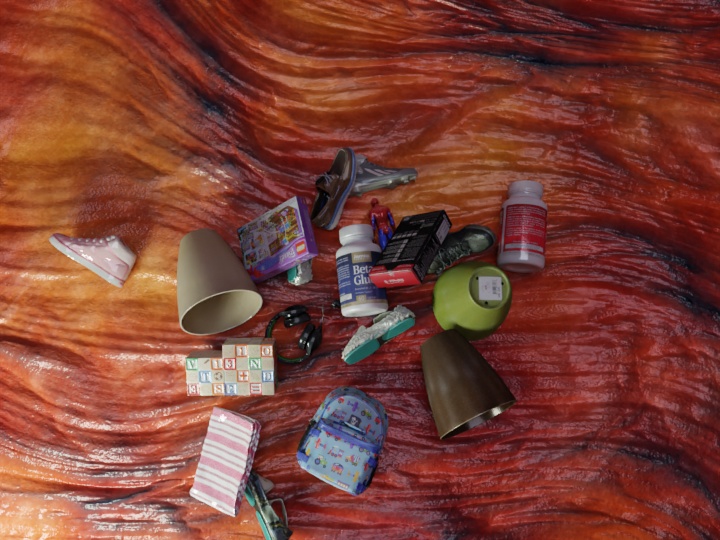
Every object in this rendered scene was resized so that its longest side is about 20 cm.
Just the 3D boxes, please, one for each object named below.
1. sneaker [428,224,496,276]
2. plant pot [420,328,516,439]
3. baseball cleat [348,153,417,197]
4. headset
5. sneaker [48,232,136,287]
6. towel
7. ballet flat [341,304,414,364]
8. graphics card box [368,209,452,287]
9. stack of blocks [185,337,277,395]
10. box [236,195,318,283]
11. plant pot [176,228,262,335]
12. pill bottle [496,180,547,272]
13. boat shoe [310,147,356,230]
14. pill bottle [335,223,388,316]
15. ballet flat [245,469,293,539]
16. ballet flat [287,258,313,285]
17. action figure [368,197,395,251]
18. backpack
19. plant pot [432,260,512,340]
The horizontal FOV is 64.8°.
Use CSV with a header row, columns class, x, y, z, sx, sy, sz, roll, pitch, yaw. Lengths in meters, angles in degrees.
class,x,y,z,sx,sy,sz,roll,pitch,yaw
sneaker,0.212,-0.042,1.295,0.077,0.197,0.115,55,50,-26
plant pot,0.217,0.241,1.265,0.185,0.188,0.202,-23,66,-6
baseball cleat,0.039,-0.246,1.397,0.197,0.070,0.108,-14,80,-5
headset,-0.130,0.131,1.330,0.199,0.094,0.124,-37,86,7
sneaker,-0.622,-0.055,1.339,0.199,0.075,0.106,32,84,-3
towel,-0.300,0.414,1.244,0.144,0.030,0.203,6,76,34
ballet flat,0.036,0.146,1.330,0.198,0.072,0.072,-29,81,-9
graphics card box,0.114,-0.049,1.278,0.051,0.124,0.201,53,49,-29
stack of blocks,-0.289,0.216,1.283,0.196,0.059,0.117,-1,99,0
box,-0.196,-0.067,1.315,0.198,0.039,0.139,-23,73,31
plant pot,-0.343,0.011,1.295,0.185,0.188,0.202,-22,66,-6
pill bottle,0.388,-0.104,1.356,0.110,0.112,0.204,7,79,0
boat shoe,-0.067,-0.198,1.350,0.072,0.072,0.203,21,98,45
pill bottle,0.000,0.000,1.326,0.109,0.111,0.204,-7,79,-3
ballet flat,-0.211,0.508,1.251,0.073,0.074,0.202,-28,80,-7
ballet flat,-0.149,-0.064,1.359,0.070,0.072,0.204,-5,81,-2
action figure,0.060,-0.085,1.377,0.064,0.052,0.203,-13,75,-9
backpack,-0.028,0.363,1.244,0.181,0.135,0.202,29,77,3
plant pot,0.267,0.054,1.277,0.184,0.200,0.191,0,78,-1
